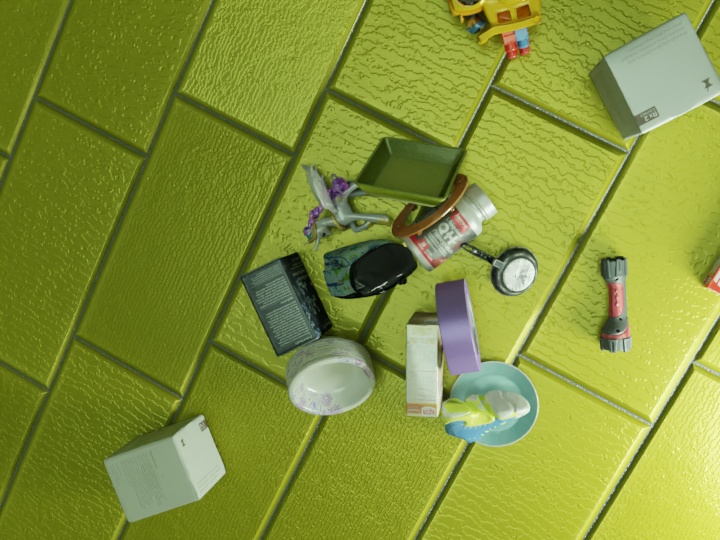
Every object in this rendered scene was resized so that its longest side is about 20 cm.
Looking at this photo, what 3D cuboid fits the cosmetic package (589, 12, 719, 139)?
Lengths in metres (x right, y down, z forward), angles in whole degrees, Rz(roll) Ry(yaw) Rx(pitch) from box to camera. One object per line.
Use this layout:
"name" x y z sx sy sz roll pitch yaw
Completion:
"cosmetic package" 0.574 -0.373 1.390 0.164 0.200 0.165 -28 91 12

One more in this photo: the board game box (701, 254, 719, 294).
"board game box" 0.835 -0.018 1.468 0.151 0.046 0.201 27 101 7

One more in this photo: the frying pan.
"frying pan" 0.318 -0.021 1.538 0.115 0.031 0.190 -41 114 1

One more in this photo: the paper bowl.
"paper bowl" -0.071 0.229 1.607 0.200 0.105 0.201 -6 134 -7

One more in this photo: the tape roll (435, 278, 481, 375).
"tape roll" 0.211 0.122 1.521 0.065 0.200 0.201 -11 94 12

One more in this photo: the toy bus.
"toy bus" 0.285 -0.537 1.481 0.199 0.136 0.193 -10 110 14

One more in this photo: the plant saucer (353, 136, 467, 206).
"plant saucer" 0.111 -0.207 1.521 0.199 0.200 0.048 12 134 16

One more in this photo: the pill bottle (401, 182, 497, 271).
"pill bottle" 0.195 -0.098 1.542 0.200 0.111 0.111 -38 89 8

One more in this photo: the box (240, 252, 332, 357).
"box" -0.166 0.074 1.612 0.107 0.148 0.201 -25 92 12

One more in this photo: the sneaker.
"sneaker" 0.276 0.329 1.584 0.199 0.076 0.105 -2 126 1

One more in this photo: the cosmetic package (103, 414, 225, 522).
"cosmetic package" -0.468 0.474 1.705 0.199 0.165 0.166 -21 93 13

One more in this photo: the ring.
"ring" 0.150 -0.136 1.511 0.200 0.201 0.019 -37 111 12

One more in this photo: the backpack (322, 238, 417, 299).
"backpack" 0.000 0.000 1.558 0.163 0.200 0.154 -26 83 -28

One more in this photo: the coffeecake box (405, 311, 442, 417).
"coffeecake box" 0.144 0.204 1.567 0.073 0.154 0.201 1 97 11

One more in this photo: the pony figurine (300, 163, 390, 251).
"pony figurine" -0.050 -0.156 1.578 0.199 0.167 0.194 -16 101 -4

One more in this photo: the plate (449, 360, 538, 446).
"plate" 0.304 0.302 1.614 0.199 0.026 0.201 1 97 10

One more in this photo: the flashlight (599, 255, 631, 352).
"flashlight" 0.546 0.073 1.522 0.068 0.068 0.201 -5 97 6
